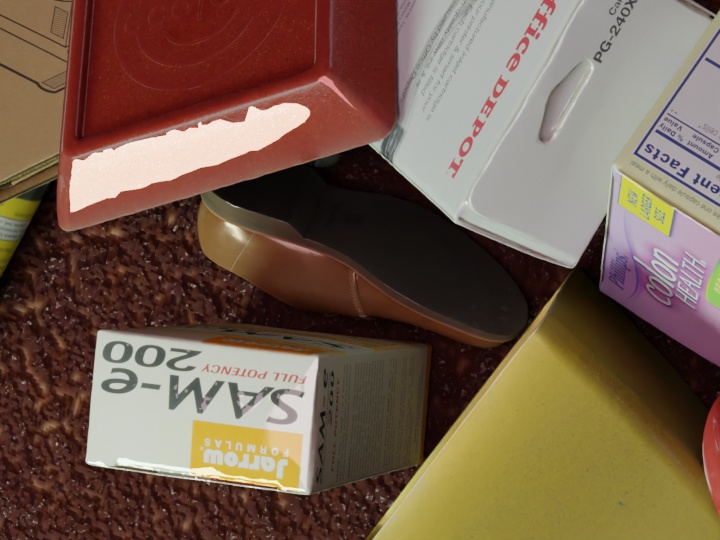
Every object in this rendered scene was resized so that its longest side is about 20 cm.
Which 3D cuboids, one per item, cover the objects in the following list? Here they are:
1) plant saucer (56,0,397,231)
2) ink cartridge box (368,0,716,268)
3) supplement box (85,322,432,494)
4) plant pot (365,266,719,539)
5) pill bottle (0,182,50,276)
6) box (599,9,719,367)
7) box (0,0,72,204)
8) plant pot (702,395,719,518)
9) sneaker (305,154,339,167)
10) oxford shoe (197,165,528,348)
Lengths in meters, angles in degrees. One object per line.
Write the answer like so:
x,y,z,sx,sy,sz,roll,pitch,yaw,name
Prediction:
-0.077,-0.135,1.304,0.198,0.037,0.201,-15,53,22,plant saucer
0.071,-0.110,1.257,0.146,0.083,0.200,-60,33,10,ink cartridge box
-0.049,0.070,1.339,0.125,0.200,0.074,6,92,18,supplement box
0.113,0.141,1.299,0.176,0.200,0.200,38,101,3,plant pot
-0.268,-0.005,1.456,0.114,0.114,0.201,31,99,16,pill bottle
0.212,-0.072,1.229,0.096,0.176,0.200,33,75,13,box
-0.179,-0.141,1.398,0.163,0.021,0.201,-26,56,-6,box
0.275,0.088,1.188,0.182,0.200,0.201,-38,79,23,plant pot
-0.081,-0.133,1.427,0.199,0.070,0.090,24,76,21,sneaker
0.000,0.000,1.403,0.199,0.071,0.072,24,132,11,oxford shoe
